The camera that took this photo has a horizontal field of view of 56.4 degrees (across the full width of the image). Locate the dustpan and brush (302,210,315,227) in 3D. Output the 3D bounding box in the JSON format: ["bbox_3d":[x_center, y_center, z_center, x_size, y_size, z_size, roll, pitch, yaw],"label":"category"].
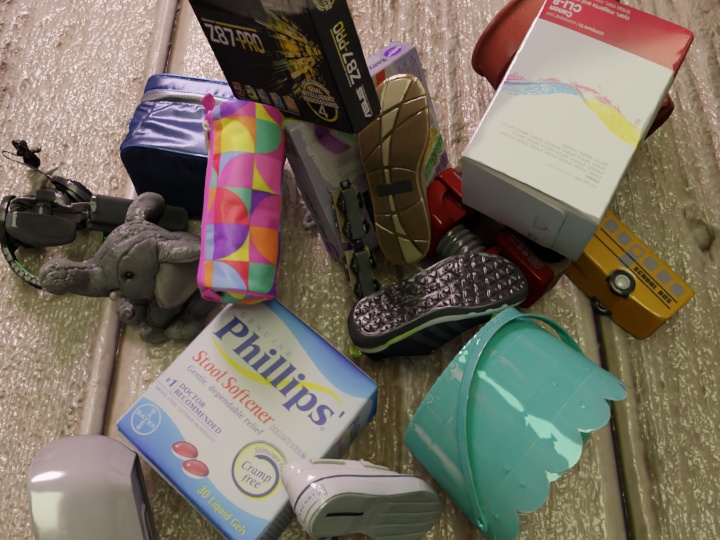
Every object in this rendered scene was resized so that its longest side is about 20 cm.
[{"bbox_3d":[-0.013,-0.137,0.864,0.138,0.058,0.201,32,62,14],"label":"dustpan and brush"}]

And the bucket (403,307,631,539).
[{"bbox_3d":[0.147,0.145,0.650,0.134,0.208,0.207,38,70,21],"label":"bucket"}]

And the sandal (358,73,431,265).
[{"bbox_3d":[0.044,-0.109,0.739,0.079,0.054,0.204,-4,101,14],"label":"sandal"}]

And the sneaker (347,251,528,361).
[{"bbox_3d":[0.078,0.044,0.709,0.196,0.083,0.073,-16,54,3],"label":"sneaker"}]

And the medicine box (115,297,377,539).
[{"bbox_3d":[-0.109,0.151,0.694,0.181,0.103,0.201,36,71,15],"label":"medicine box"}]

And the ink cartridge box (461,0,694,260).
[{"bbox_3d":[0.206,-0.140,0.672,0.143,0.145,0.202,27,83,14],"label":"ink cartridge box"}]

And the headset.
[{"bbox_3d":[-0.382,-0.068,0.826,0.122,0.094,0.203,-25,82,-16],"label":"headset"}]

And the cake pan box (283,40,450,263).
[{"bbox_3d":[0.012,-0.130,0.786,0.183,0.202,0.052,-35,38,-16],"label":"cake pan box"}]

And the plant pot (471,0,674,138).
[{"bbox_3d":[0.271,-0.236,0.839,0.198,0.201,0.198,-25,75,-12],"label":"plant pot"}]

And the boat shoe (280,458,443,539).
[{"bbox_3d":[0.007,0.208,0.637,0.074,0.199,0.067,-52,48,5],"label":"boat shoe"}]

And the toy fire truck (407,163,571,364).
[{"bbox_3d":[0.113,-0.006,0.773,0.199,0.129,0.176,-34,69,-26],"label":"toy fire truck"}]

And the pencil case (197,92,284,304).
[{"bbox_3d":[-0.121,-0.068,0.669,0.086,0.088,0.204,-1,80,-1],"label":"pencil case"}]

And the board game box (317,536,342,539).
[{"bbox_3d":[-0.083,0.327,0.579,0.197,0.062,0.203,-25,104,-12],"label":"board game box"}]

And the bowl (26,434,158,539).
[{"bbox_3d":[-0.219,0.241,0.585,0.073,0.200,0.204,-13,89,-15],"label":"bowl"}]

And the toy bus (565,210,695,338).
[{"bbox_3d":[0.286,-0.015,0.794,0.078,0.065,0.201,-35,70,-16],"label":"toy bus"}]

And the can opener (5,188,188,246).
[{"bbox_3d":[-0.300,-0.055,0.778,0.197,0.052,0.068,2,74,-31],"label":"can opener"}]

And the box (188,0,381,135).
[{"bbox_3d":[-0.082,-0.228,0.656,0.198,0.163,0.049,26,60,38],"label":"box"}]

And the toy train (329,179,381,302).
[{"bbox_3d":[0.000,0.000,0.750,0.034,0.046,0.204,-15,101,-18],"label":"toy train"}]

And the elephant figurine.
[{"bbox_3d":[-0.220,-0.008,0.713,0.138,0.201,0.158,5,64,2],"label":"elephant figurine"}]

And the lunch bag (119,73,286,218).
[{"bbox_3d":[-0.187,-0.151,0.815,0.196,0.137,0.134,10,61,3],"label":"lunch bag"}]
